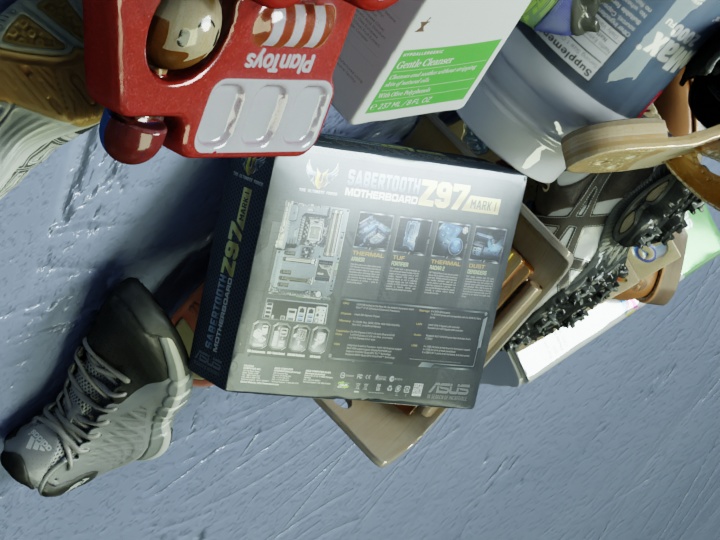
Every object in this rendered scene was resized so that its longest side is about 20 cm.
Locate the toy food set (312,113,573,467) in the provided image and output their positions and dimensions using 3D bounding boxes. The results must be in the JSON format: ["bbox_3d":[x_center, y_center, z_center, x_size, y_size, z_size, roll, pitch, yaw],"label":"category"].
[{"bbox_3d":[0.030,0.010,1.720,0.200,0.144,0.060,-49,166,19],"label":"toy food set"}]

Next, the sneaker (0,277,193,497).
[{"bbox_3d":[-0.172,0.090,1.626,0.115,0.075,0.200,-31,157,-22],"label":"sneaker"}]

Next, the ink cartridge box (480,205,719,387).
[{"bbox_3d":[0.143,0.000,1.902,0.200,0.088,0.145,-34,-166,-23],"label":"ink cartridge box"}]

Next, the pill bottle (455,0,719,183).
[{"bbox_3d":[0.154,-0.159,1.658,0.200,0.120,0.119,-49,158,18],"label":"pill bottle"}]

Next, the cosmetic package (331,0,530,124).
[{"bbox_3d":[0.048,-0.184,1.411,0.107,0.085,0.200,-13,145,-47],"label":"cosmetic package"}]

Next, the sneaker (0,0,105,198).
[{"bbox_3d":[-0.181,-0.081,1.307,0.200,0.076,0.088,-36,-178,-25],"label":"sneaker"}]

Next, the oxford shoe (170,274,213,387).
[{"bbox_3d":[-0.055,-0.007,1.682,0.200,0.071,0.074,-41,-176,-6],"label":"oxford shoe"}]

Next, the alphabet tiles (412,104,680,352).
[{"bbox_3d":[0.124,-0.044,1.769,0.199,0.167,0.006,-30,-162,5],"label":"alphabet tiles"}]

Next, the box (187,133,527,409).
[{"bbox_3d":[0.000,0.000,1.610,0.199,0.051,0.159,5,102,-37],"label":"box"}]

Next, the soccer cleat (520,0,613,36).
[{"bbox_3d":[0.104,-0.220,1.526,0.201,0.083,0.065,81,29,-46],"label":"soccer cleat"}]

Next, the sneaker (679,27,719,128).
[{"bbox_3d":[0.242,-0.137,1.701,0.104,0.060,0.200,-55,-179,-14],"label":"sneaker"}]

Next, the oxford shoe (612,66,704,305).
[{"bbox_3d":[0.192,-0.076,1.798,0.071,0.071,0.201,4,97,-21],"label":"oxford shoe"}]

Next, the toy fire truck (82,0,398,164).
[{"bbox_3d":[-0.064,-0.130,1.274,0.200,0.112,0.169,-7,120,-55],"label":"toy fire truck"}]

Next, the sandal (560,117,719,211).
[{"bbox_3d":[0.227,-0.060,1.648,0.211,0.070,0.078,-5,168,-25],"label":"sandal"}]

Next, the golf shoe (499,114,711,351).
[{"bbox_3d":[0.143,-0.026,1.744,0.200,0.095,0.078,-43,164,21],"label":"golf shoe"}]
